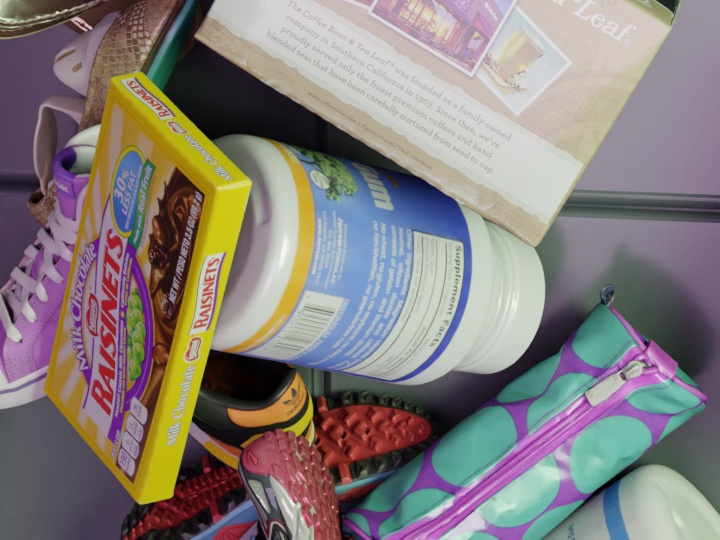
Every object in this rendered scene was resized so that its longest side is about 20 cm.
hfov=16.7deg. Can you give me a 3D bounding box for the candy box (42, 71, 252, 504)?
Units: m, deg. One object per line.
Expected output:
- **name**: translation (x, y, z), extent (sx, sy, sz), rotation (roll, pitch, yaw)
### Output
- **candy box**: translation (-0.111, 0.011, 1.241), extent (0.102, 0.026, 0.201), rotation (46, 133, 38)

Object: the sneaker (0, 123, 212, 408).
- **sneaker**: translation (-0.160, -0.014, 1.315), extent (0.200, 0.073, 0.114), rotation (-36, 139, 3)

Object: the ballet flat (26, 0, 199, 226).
- **ballet flat**: translation (-0.144, -0.088, 1.342), extent (0.065, 0.071, 0.201), rotation (28, 128, 5)

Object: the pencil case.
- **pencil case**: translation (0.088, 0.103, 1.335), extent (0.200, 0.092, 0.085), rotation (-40, 79, -2)

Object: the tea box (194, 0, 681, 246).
- **tea box**: translation (0.049, -0.141, 1.243), extent (0.199, 0.197, 0.134), rotation (32, 110, 1)

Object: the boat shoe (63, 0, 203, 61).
- **boat shoe**: translation (-0.176, -0.179, 1.346), extent (0.200, 0.065, 0.071), rotation (37, 110, -3)

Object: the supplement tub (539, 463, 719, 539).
- **supplement tub**: translation (0.119, 0.211, 1.369), extent (0.200, 0.132, 0.132), rotation (-35, 97, 18)

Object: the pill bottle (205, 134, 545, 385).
- **pill bottle**: translation (0.000, 0.000, 1.296), extent (0.199, 0.112, 0.113), rotation (12, 116, -40)

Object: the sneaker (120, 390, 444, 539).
- **sneaker**: translation (-0.035, 0.140, 1.421), extent (0.199, 0.080, 0.096), rotation (-22, 126, 13)

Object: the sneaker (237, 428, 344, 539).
- **sneaker**: translation (-0.042, 0.171, 1.343), extent (0.074, 0.081, 0.201), rotation (-8, 132, 2)

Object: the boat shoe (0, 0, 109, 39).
- **boat shoe**: translation (-0.119, -0.182, 1.288), extent (0.199, 0.072, 0.073), rotation (-27, 109, -13)

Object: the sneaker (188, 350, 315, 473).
- **sneaker**: translation (-0.113, 0.039, 1.370), extent (0.199, 0.070, 0.090), rotation (26, 150, 12)
